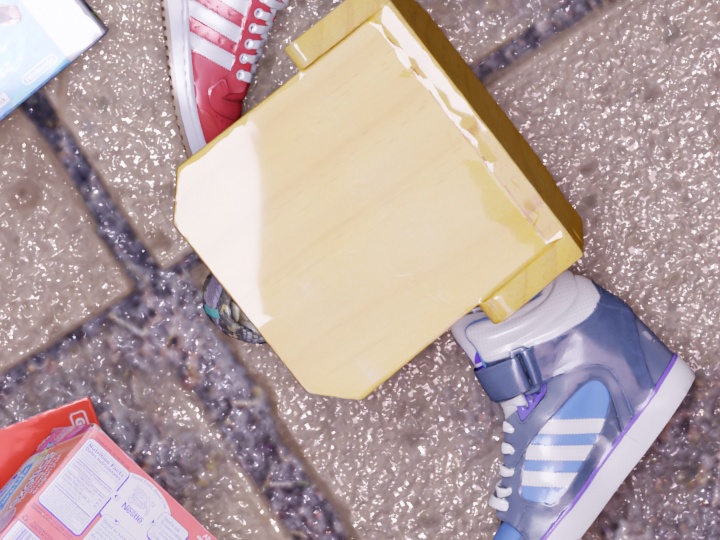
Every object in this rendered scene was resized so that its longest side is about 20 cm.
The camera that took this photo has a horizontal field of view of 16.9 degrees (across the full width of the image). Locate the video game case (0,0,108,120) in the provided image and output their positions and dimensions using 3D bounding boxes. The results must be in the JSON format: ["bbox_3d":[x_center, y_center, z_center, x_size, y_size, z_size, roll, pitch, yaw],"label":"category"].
[{"bbox_3d":[-0.286,-0.153,1.468,0.200,0.045,0.181,-39,98,2],"label":"video game case"}]

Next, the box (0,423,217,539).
[{"bbox_3d":[-0.136,0.196,1.481,0.200,0.095,0.103,44,72,-14],"label":"box"}]

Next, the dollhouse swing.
[{"bbox_3d":[0.006,-0.044,1.444,0.176,0.182,0.200,-38,95,10],"label":"dollhouse swing"}]

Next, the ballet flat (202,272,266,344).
[{"bbox_3d":[0.000,0.000,1.499,0.200,0.072,0.072,-18,99,-2],"label":"ballet flat"}]

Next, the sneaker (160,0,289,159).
[{"bbox_3d":[-0.063,-0.156,1.471,0.112,0.071,0.201,-6,96,0],"label":"sneaker"}]

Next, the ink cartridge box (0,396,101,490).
[{"bbox_3d":[-0.219,0.201,1.522,0.173,0.044,0.201,-20,99,0],"label":"ink cartridge box"}]

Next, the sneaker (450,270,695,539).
[{"bbox_3d":[0.098,0.094,1.520,0.146,0.081,0.200,38,97,0],"label":"sneaker"}]
